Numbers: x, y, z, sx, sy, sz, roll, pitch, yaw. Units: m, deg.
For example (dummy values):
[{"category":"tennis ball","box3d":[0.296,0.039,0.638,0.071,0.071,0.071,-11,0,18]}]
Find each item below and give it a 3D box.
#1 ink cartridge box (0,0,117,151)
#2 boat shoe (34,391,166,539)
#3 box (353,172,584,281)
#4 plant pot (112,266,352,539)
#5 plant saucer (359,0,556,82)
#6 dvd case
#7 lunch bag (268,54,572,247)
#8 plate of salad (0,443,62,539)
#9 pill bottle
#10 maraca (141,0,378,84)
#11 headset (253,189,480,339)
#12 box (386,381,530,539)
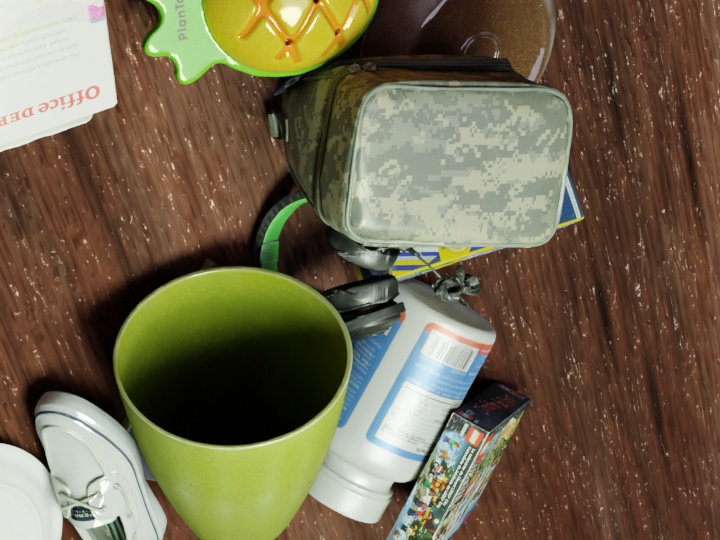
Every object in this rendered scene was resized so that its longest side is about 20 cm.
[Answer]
[{"category":"ink cartridge box","box3d":[-0.260,-0.183,1.572,0.129,0.125,0.200,-21,127,-26]},{"category":"boat shoe","box3d":[-0.212,0.181,1.849,0.200,0.074,0.067,60,39,-42]},{"category":"box","box3d":[0.088,-0.045,1.941,0.200,0.064,0.070,-17,88,-27]},{"category":"plant pot","box3d":[-0.100,0.132,1.842,0.187,0.187,0.200,-26,143,-22]},{"category":"plant saucer","box3d":[0.092,-0.185,1.896,0.200,0.037,0.200,-18,124,-28]},{"category":"dvd case","box3d":[-0.116,0.095,1.923,0.149,0.016,0.200,18,104,-41]},{"category":"lunch bag","box3d":[0.045,-0.101,1.786,0.200,0.168,0.139,-1,105,-22]},{"category":"plate of salad","box3d":[-0.328,0.227,1.823,0.200,0.048,0.200,-23,125,-37]},{"category":"pill bottle","box3d":[0.026,0.114,1.975,0.112,0.112,0.200,19,104,-42]},{"category":"maraca","box3d":[-0.074,-0.209,1.709,0.200,0.107,0.137,-15,110,-23]},{"category":"headset","box3d":[0.000,0.000,1.827,0.094,0.200,0.124,-19,115,-64]},{"category":"box","box3d":[0.089,0.179,2.036,0.137,0.038,0.200,-63,169,12]}]
